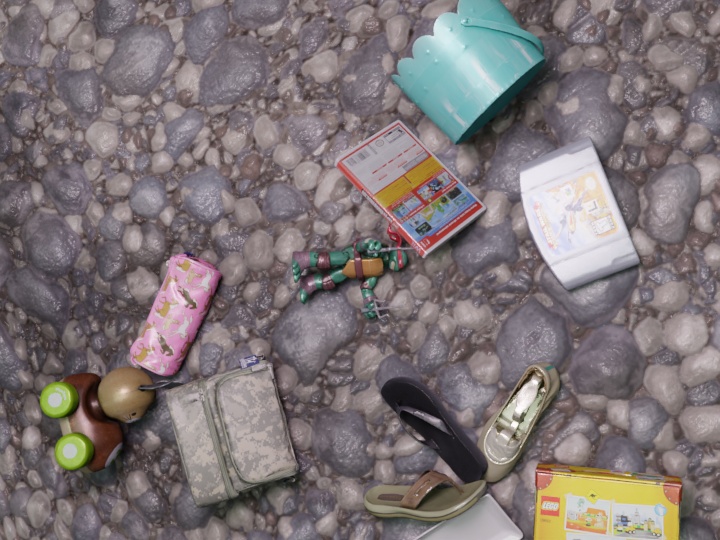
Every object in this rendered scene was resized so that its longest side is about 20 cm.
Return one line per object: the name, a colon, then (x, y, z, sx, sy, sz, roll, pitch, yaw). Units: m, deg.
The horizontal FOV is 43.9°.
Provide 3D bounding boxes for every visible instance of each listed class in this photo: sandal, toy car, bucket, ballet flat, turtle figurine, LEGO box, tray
sandal: (0.105, 0.234, 1.325, 0.200, 0.043, 0.076, 43, 133, 18)
toy car: (-0.377, 0.220, 1.429, 0.198, 0.164, 0.159, -20, 82, 0)
sandal: (0.089, 0.324, 1.308, 0.199, 0.080, 0.058, -9, 102, 27)
bucket: (0.159, -0.290, 1.285, 0.207, 0.207, 0.135, -42, 87, 9)
ballet flat: (0.222, 0.222, 1.304, 0.069, 0.069, 0.201, 30, 95, 15)
turtle figurine: (0.000, 0.000, 1.364, 0.197, 0.101, 0.151, -6, 125, 6)
LEGO box: (0.343, 0.359, 1.256, 0.198, 0.077, 0.151, 3, 87, 16)
tray: (0.132, 0.407, 1.321, 0.199, 0.022, 0.108, -35, 114, 11)

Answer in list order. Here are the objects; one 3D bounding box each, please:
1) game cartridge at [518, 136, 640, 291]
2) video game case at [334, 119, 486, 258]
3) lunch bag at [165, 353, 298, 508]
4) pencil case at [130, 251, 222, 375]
game cartridge: (0.312, -0.080, 1.313, 0.132, 0.042, 0.202, -22, 81, 9)
video game case: (0.076, -0.126, 1.344, 0.143, 0.017, 0.200, -35, 75, -31)
lunch bag: (-0.194, 0.247, 1.385, 0.166, 0.139, 0.202, -16, 83, -3)
pencil case: (-0.300, 0.072, 1.447, 0.086, 0.083, 0.202, 25, 94, 21)
